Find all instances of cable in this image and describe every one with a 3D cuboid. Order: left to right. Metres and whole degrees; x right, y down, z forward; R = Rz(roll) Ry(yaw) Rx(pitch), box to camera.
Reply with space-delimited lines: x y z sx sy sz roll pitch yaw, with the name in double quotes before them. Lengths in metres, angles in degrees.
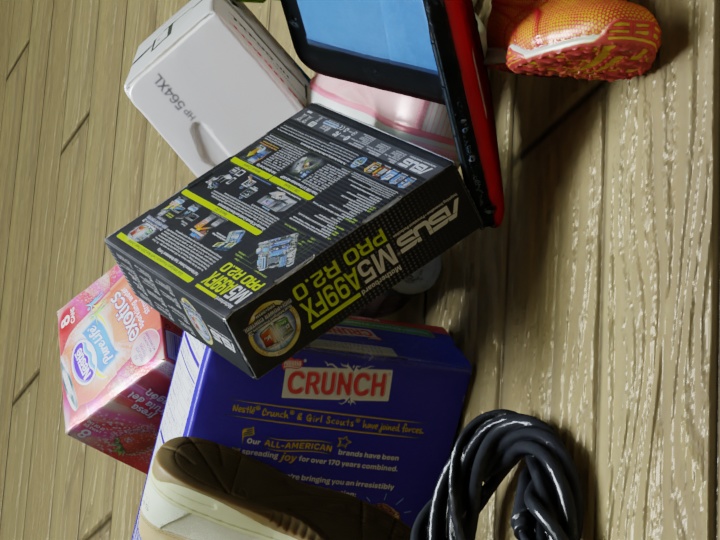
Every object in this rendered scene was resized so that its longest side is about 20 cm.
"cable" 0.073 0.161 1.449 0.163 0.050 0.201 126 149 -57

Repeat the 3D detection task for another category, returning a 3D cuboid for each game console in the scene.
"game console" 0.005 -0.137 1.526 0.201 0.118 0.173 73 -170 -47

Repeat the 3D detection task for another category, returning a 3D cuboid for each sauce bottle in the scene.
"sauce bottle" 0.000 0.000 1.724 0.200 0.066 0.066 176 103 -74

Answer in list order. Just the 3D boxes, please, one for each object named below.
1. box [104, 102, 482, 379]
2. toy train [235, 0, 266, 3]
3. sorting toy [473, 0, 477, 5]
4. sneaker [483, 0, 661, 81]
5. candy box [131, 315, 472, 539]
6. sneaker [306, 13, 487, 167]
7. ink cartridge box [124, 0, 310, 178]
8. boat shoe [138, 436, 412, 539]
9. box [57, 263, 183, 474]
"box" -0.042 -0.022 1.568 0.044 0.160 0.200 61 165 -24
"toy train" -0.035 -0.192 1.881 0.201 0.115 0.085 -97 23 -43
"sorting toy" 0.032 -0.238 1.767 0.200 0.106 0.181 146 112 -68
"sneaker" 0.107 -0.140 1.454 0.200 0.073 0.078 -156 72 -73
"candy box" -0.040 0.126 1.637 0.077 0.168 0.201 -126 48 -62
"sneaker" 0.028 -0.132 1.719 0.200 0.075 0.105 -146 68 -68
"ink cartridge box" -0.081 -0.110 1.850 0.084 0.146 0.200 -40 11 6
"boat shoe" -0.034 0.165 1.559 0.067 0.199 0.074 -65 -4 29
"box" -0.089 0.078 1.733 0.094 0.200 0.103 -35 45 28
